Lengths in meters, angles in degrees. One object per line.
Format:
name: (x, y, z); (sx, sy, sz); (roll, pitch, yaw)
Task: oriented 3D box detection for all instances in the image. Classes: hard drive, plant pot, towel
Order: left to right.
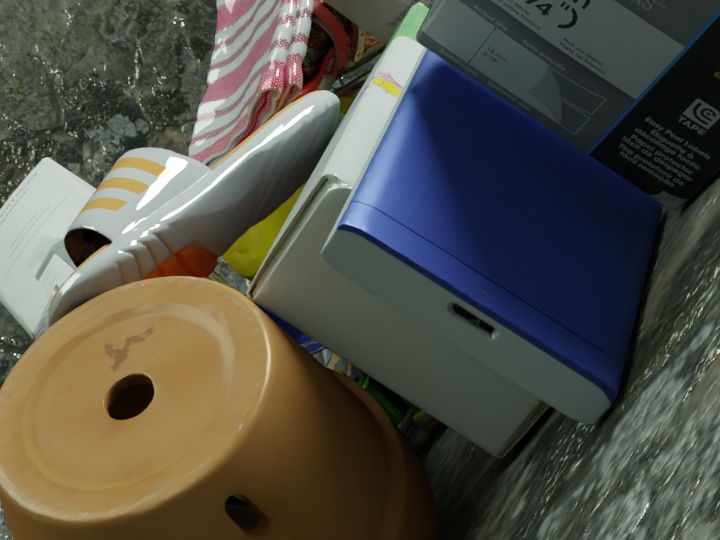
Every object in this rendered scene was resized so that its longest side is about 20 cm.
plant pot: (-0.080, 0.099, 0.914); (0.200, 0.199, 0.140); (-60, -37, -29)
towel: (-0.058, -0.155, 1.136); (0.146, 0.030, 0.201); (135, 145, -58)
hard drive: (0.067, -0.029, 0.878); (0.025, 0.132, 0.200); (-55, 6, 34)

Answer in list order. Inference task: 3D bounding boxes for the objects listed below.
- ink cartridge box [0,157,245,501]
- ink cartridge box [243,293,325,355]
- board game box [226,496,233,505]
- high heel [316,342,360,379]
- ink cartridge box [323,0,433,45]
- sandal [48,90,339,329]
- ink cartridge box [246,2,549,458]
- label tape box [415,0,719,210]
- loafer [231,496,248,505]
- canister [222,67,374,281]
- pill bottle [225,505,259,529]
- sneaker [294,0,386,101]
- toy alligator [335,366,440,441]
ink cartridge box: (-0.115, 0.034, 1.125); (0.085, 0.146, 0.200); (-52, 40, 3)
ink cartridge box: (0.000, 0.000, 1.231); (0.199, 0.041, 0.200); (-27, 7, 29)
board game box: (-0.115, 0.180, 1.226); (0.105, 0.023, 0.201); (-20, -50, -50)
high heel: (0.048, 0.016, 1.340); (0.200, 0.071, 0.143); (-44, 31, 18)
ink cartridge box: (0.081, -0.162, 1.117); (0.084, 0.200, 0.145); (-60, 10, -24)
sandal: (-0.093, -0.033, 0.995); (0.207, 0.059, 0.079); (-42, -22, -35)
ink cartridge box: (0.047, -0.025, 0.969); (0.088, 0.145, 0.200); (-55, 6, 31)
label tape box: (0.128, -0.128, 0.823); (0.063, 0.144, 0.200); (-61, 6, -34)
loafer: (-0.053, 0.170, 1.227); (0.072, 0.063, 0.201); (-22, -46, -57)
canister: (0.010, -0.078, 1.227); (0.200, 0.087, 0.148); (-34, 9, -30)
pill bottle: (-0.076, 0.183, 1.085); (0.112, 0.112, 0.200); (-58, 6, -11)
sneaker: (0.014, -0.166, 1.219); (0.201, 0.067, 0.108); (-30, 9, 27)
toy alligator: (0.032, 0.052, 1.136); (0.200, 0.059, 0.054); (-43, 8, 20)
